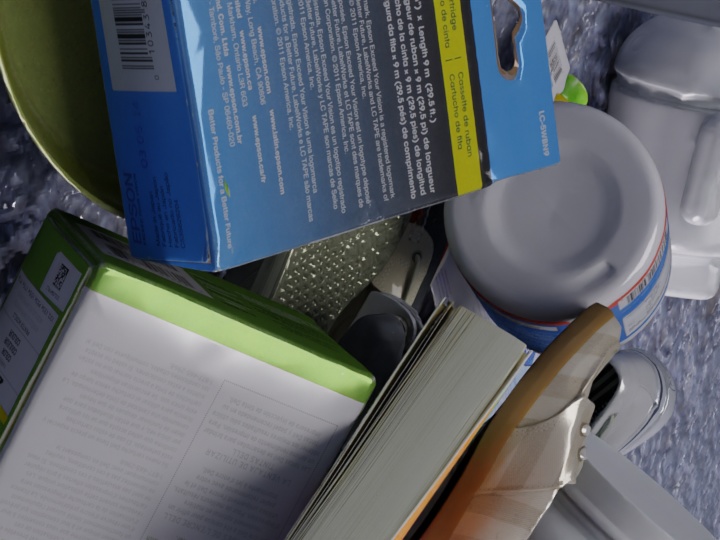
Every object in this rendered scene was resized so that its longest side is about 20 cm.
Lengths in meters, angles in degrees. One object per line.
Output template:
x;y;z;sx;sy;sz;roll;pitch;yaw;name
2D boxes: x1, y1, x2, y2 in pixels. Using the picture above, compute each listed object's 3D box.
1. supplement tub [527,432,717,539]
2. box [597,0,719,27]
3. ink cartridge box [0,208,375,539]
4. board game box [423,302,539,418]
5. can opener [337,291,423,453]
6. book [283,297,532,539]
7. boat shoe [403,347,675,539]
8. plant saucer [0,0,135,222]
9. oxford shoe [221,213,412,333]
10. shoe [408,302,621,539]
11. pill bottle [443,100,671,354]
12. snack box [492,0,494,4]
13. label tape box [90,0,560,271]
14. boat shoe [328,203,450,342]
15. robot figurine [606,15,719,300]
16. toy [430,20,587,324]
0.085;0.192;1.096;0.200;0.145;0.145;-50;152;9;supplement tub
0.168;-0.245;1.154;0.199;0.199;0.131;-45;140;-40;box
-0.108;0.097;0.932;0.147;0.076;0.201;25;98;-31;ink cartridge box
0.054;0.124;1.316;0.200;0.041;0.201;-46;141;-38;board game box
-0.029;0.095;1.083;0.067;0.053;0.200;-3;132;-49;can opener
-0.003;0.124;0.965;0.200;0.048;0.134;-52;170;-42;book
0.080;0.106;1.181;0.200;0.074;0.067;-45;149;18;boat shoe
-0.080;-0.118;0.916;0.199;0.031;0.201;-4;96;-41;plant saucer
-0.035;-0.001;1.069;0.075;0.058;0.200;39;78;-43;oxford shoe
0.069;0.106;1.022;0.200;0.053;0.070;-54;176;-4;shoe
0.109;-0.013;1.145;0.200;0.112;0.113;52;58;-76;pill bottle
0.021;-0.174;1.052;0.072;0.024;0.200;-63;149;-19;snack box
-0.013;-0.094;0.915;0.200;0.063;0.145;-17;105;-39;label tape box
0.000;0.000;1.131;0.063;0.071;0.201;-12;122;-62;boat shoe
0.215;-0.085;1.410;0.170;0.112;0.201;-108;-155;-71;robot figurine
0.075;-0.041;1.260;0.200;0.047;0.115;-57;144;-33;toy
